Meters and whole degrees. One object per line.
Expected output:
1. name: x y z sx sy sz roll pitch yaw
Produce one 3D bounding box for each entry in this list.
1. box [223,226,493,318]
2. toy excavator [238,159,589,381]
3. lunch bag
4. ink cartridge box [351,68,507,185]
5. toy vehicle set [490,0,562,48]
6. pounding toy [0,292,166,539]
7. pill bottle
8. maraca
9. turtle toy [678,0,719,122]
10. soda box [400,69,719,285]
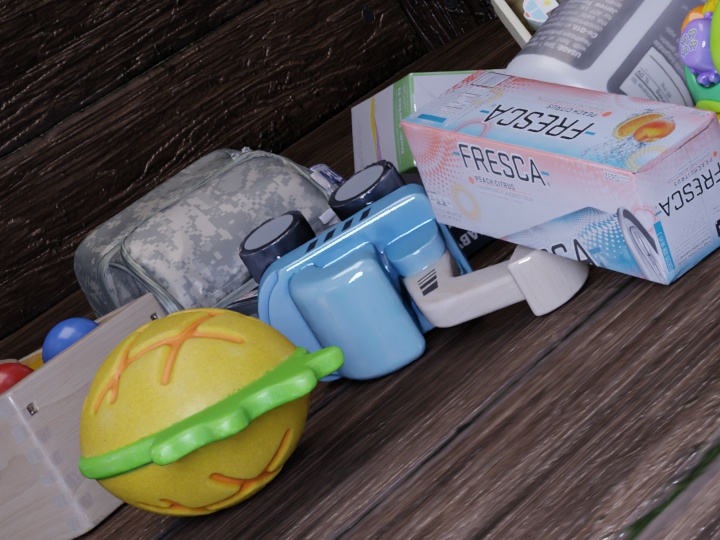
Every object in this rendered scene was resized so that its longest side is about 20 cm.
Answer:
1. box: 0.000 0.000 1.612 0.158 0.046 0.200 -33 7 -21
2. toy excavator: 0.032 0.011 1.289 0.194 0.100 0.200 -30 21 6
3. lunch bag: -0.108 -0.005 1.793 0.199 0.140 0.167 -34 24 -23
4. ink cartridge box: 0.062 -0.097 1.592 0.116 0.068 0.200 -3 -4 -16
5. toy vehicle set: 0.182 -0.154 1.475 0.124 0.027 0.200 -30 48 -2
6. pounding toy: -0.238 0.108 1.472 0.199 0.143 0.184 -25 8 39
7. pill bottle: 0.157 -0.119 1.363 0.200 0.114 0.114 -50 13 -18
8. maraca: -0.081 0.074 1.173 0.137 0.108 0.200 -32 7 -22
9. turtle toy: 0.237 -0.126 1.242 0.145 0.102 0.200 -29 7 14
10. soda box: 0.108 -0.052 1.165 0.063 0.069 0.199 -34 27 -23
